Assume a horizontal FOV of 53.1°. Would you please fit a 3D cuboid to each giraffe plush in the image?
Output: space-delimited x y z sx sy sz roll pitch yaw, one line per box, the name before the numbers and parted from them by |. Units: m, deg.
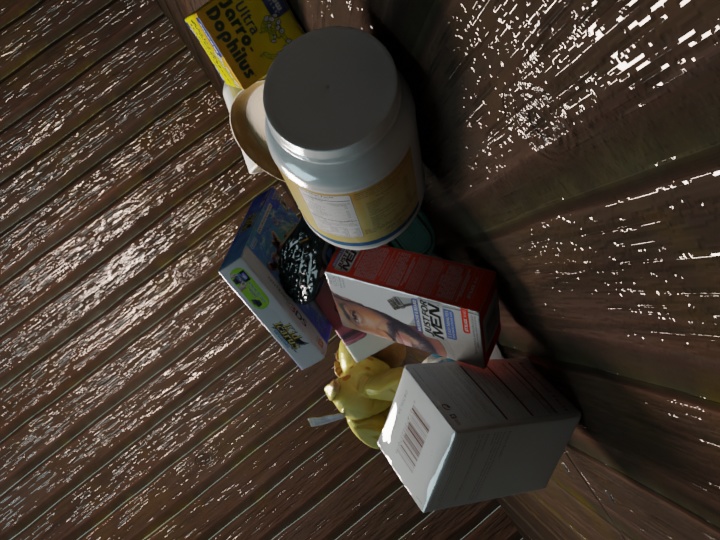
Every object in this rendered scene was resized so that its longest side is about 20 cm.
giraffe plush | 0.019 0.159 1.114 0.165 0.194 0.176 -91 2 -47

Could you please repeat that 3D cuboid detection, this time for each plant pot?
plant pot | -0.087 -0.194 1.008 0.194 0.028 0.202 13 146 9

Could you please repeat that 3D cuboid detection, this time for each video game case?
video game case | -0.101 0.005 1.008 0.183 0.045 0.202 53 -155 -24

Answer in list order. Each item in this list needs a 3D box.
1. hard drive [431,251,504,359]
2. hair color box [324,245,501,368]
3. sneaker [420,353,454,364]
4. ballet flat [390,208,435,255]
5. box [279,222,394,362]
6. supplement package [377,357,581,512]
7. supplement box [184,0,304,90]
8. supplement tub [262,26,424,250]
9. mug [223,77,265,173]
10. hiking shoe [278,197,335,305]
hard drive | 0.148 0.062 1.058 0.202 0.026 0.132 58 175 -32
hair color box | 0.064 0.037 0.861 0.196 0.065 0.112 15 145 27
sneaker | 0.152 0.156 1.102 0.077 0.080 0.199 56 156 -15
ballet flat | 0.027 -0.098 0.940 0.202 0.067 0.070 55 -179 4
box | 0.000 0.000 1.006 0.202 0.126 0.109 56 -158 -11
supplement package | 0.140 0.188 0.854 0.117 0.195 0.120 47 127 48
supplement box | -0.159 -0.325 0.974 0.110 0.109 0.200 56 175 -23
supplement tub | -0.012 -0.121 0.705 0.146 0.143 0.201 52 174 22
mug | -0.136 -0.269 1.161 0.149 0.184 0.156 -31 -85 -54
hiking shoe | -0.043 -0.045 0.892 0.074 0.086 0.204 38 128 29
